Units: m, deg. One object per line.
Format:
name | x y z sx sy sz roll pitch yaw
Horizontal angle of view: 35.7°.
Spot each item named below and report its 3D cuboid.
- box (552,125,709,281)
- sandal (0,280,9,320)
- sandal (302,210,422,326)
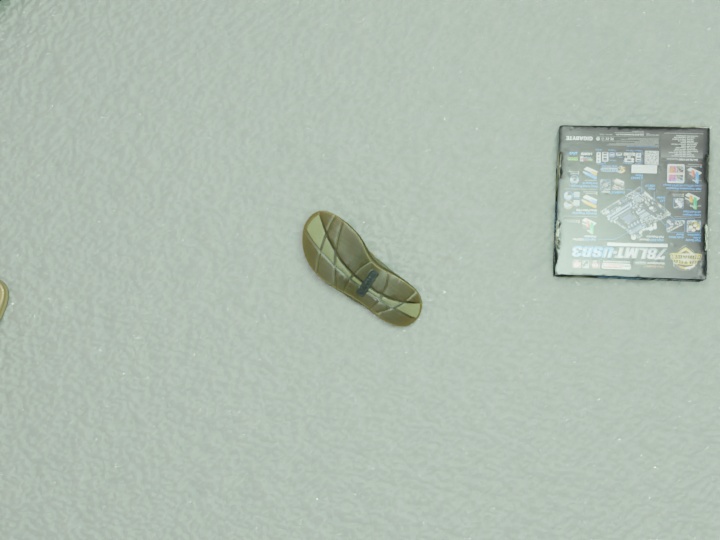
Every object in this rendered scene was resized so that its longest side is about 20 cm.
box | 0.355 -0.088 1.473 0.197 0.050 0.201 1 87 8
sandal | -0.564 0.111 1.584 0.077 0.070 0.214 18 89 9
sandal | 0.000 0.000 1.522 0.199 0.054 0.081 39 98 -6
